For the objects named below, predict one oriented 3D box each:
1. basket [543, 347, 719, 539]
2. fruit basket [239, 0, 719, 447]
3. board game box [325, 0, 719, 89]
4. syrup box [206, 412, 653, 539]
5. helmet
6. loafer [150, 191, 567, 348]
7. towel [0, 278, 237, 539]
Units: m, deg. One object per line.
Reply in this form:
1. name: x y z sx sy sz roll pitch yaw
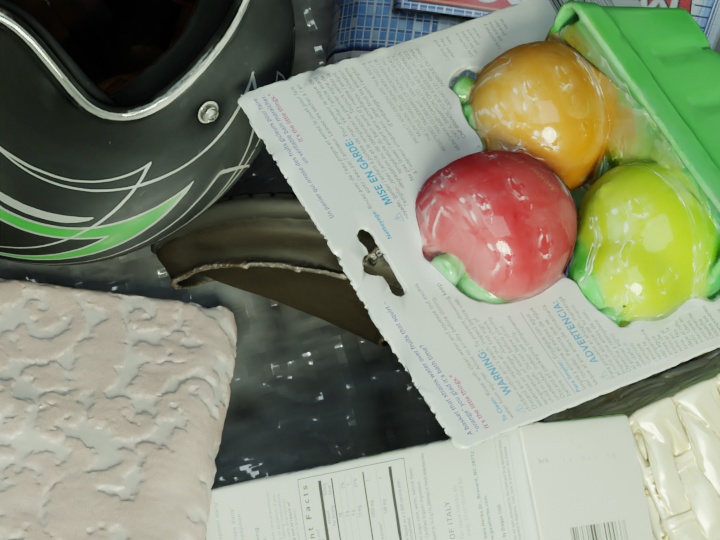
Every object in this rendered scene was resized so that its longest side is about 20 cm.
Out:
1. basket: 0.186 0.124 1.214 0.136 0.123 0.200 -23 91 -8
2. fruit basket: 0.076 -0.027 1.137 0.200 0.094 0.185 -23 64 -22
3. board game box: 0.089 -0.121 1.260 0.200 0.062 0.200 8 79 -4
4. syrup box: 0.021 0.117 1.174 0.079 0.200 0.081 -2 79 -50
5. helmet: -0.130 -0.096 1.195 0.191 0.200 0.200 21 79 -23
6. loafer: 0.000 0.000 1.236 0.200 0.073 0.071 -2 89 16
7. towel: -0.157 0.075 1.190 0.191 0.032 0.200 9 43 -1
